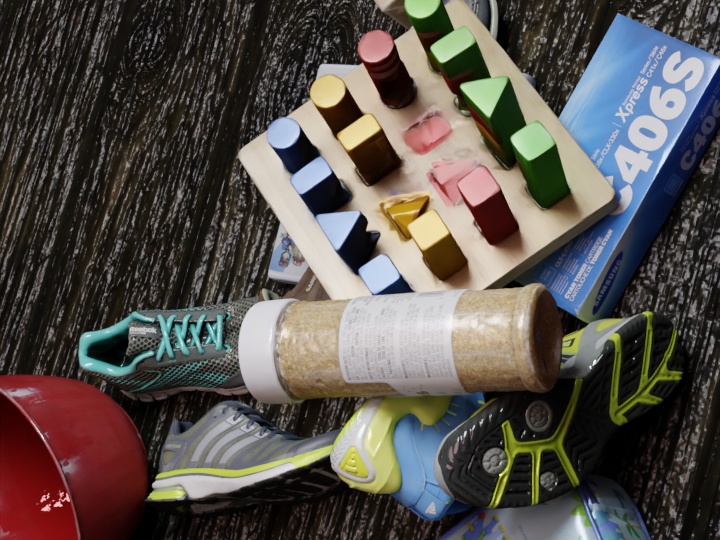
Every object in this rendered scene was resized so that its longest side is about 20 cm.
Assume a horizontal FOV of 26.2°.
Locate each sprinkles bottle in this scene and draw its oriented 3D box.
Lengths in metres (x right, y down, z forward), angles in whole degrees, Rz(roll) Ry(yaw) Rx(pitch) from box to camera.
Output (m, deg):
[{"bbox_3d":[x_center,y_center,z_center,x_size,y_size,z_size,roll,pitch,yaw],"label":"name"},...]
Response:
[{"bbox_3d":[0.023,0.047,0.974,0.200,0.068,0.068,-5,73,26],"label":"sprinkles bottle"}]

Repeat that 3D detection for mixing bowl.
[{"bbox_3d":[-0.242,0.164,1.248,0.200,0.108,0.201,21,120,41],"label":"mixing bowl"}]

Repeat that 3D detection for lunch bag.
[{"bbox_3d":[0.126,0.242,1.000,0.161,0.082,0.200,-36,57,25],"label":"lunch bag"}]

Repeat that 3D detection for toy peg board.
[{"bbox_3d":[0.033,-0.079,1.047,0.199,0.098,0.200,-34,64,1],"label":"toy peg board"}]

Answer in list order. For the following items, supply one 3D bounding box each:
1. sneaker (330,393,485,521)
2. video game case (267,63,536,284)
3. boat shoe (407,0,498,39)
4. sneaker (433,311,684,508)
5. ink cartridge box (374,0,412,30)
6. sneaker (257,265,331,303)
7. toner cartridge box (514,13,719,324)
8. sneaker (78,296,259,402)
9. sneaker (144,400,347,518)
[{"bbox_3d":[0.060,0.109,1.053,0.105,0.200,0.076,38,127,8],"label":"sneaker"},{"bbox_3d":[0.029,-0.069,1.200,0.200,0.022,0.183,8,81,36],"label":"video game case"},{"bbox_3d":[0.032,-0.135,1.161,0.074,0.066,0.200,40,99,38],"label":"boat shoe"},{"bbox_3d":[0.123,0.093,1.003,0.076,0.200,0.076,-8,107,59],"label":"sneaker"},{"bbox_3d":[0.071,-0.308,1.209,0.200,0.075,0.165,-42,57,19],"label":"ink cartridge box"},{"bbox_3d":[0.000,0.000,1.140,0.200,0.070,0.076,-32,56,18],"label":"sneaker"},{"bbox_3d":[0.175,-0.070,1.081,0.095,0.043,0.200,32,96,39],"label":"toner cartridge box"},{"bbox_3d":[-0.144,0.062,1.240,0.200,0.091,0.078,-17,67,31],"label":"sneaker"},{"bbox_3d":[-0.084,0.137,1.189,0.200,0.074,0.081,-13,66,31],"label":"sneaker"}]
